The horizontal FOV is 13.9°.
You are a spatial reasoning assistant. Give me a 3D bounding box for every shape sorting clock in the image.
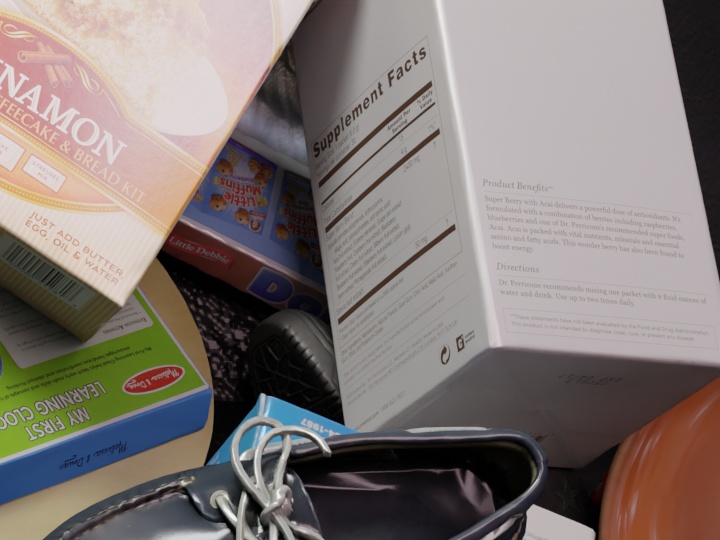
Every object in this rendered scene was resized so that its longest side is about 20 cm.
[{"bbox_3d":[-0.148,0.029,1.205,0.199,0.039,0.201,22,41,-21],"label":"shape sorting clock"}]

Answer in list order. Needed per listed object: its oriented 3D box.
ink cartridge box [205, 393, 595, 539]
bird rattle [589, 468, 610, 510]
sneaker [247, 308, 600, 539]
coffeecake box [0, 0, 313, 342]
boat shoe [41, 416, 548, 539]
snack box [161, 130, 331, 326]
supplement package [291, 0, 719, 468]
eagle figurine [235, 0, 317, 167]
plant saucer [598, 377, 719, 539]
[{"bbox_3d":[-0.018,0.184,1.112,0.147,0.145,0.201,24,51,-13],"label":"ink cartridge box"},{"bbox_3d":[0.209,0.098,1.307,0.200,0.163,0.113,56,31,0],"label":"bird rattle"},{"bbox_3d":[0.041,0.089,1.271,0.104,0.060,0.200,-30,84,-39],"label":"sneaker"},{"bbox_3d":[-0.116,-0.100,1.195,0.153,0.073,0.200,33,69,-8],"label":"coffeecake box"},{"bbox_3d":[-0.024,0.093,1.034,0.199,0.062,0.075,-4,62,-27],"label":"boat shoe"},{"bbox_3d":[0.000,0.000,1.317,0.199,0.024,0.072,27,42,-14],"label":"snack box"},{"bbox_3d":[0.059,-0.033,1.230,0.121,0.120,0.201,6,64,-29],"label":"supplement package"},{"bbox_3d":[-0.034,-0.138,1.349,0.152,0.151,0.200,-48,128,-3],"label":"eagle figurine"},{"bbox_3d":[0.201,0.113,1.244,0.200,0.200,0.037,47,13,4],"label":"plant saucer"}]
